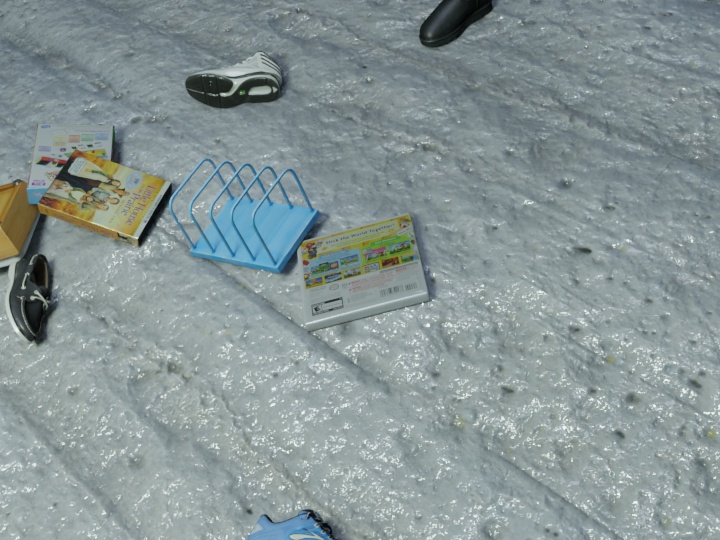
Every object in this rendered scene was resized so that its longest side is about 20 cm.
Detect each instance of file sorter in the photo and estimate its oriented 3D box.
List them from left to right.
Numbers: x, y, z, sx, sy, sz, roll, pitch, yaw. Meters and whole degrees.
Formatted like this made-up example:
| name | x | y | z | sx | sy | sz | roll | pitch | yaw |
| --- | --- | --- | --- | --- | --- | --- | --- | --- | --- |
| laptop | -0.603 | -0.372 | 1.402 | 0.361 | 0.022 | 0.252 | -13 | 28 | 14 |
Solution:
| name | x | y | z | sx | sy | sz | roll | pitch | yaw |
| --- | --- | --- | --- | --- | --- | --- | --- | --- | --- |
| file sorter | -0.199 | -0.100 | 1.499 | 0.199 | 0.123 | 0.139 | 11 | 54 | 33 |

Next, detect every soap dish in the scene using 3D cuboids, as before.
| name | x | y | z | sx | sy | sz | roll | pitch | yaw |
| --- | --- | --- | --- | --- | --- | --- | --- | --- | --- |
| soap dish | -0.688 | -0.082 | 1.655 | 0.156 | 0.082 | 0.201 | -14 | 36 | 6 |

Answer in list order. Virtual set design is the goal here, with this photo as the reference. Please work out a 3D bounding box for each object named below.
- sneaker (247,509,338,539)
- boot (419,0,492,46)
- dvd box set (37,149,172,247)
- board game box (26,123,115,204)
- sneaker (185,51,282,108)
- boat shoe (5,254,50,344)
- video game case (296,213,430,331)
| name | x | y | z | sx | sy | sz | roll | pitch | yaw |
| --- | --- | --- | --- | --- | --- | --- | --- | --- | --- |
| sneaker | -0.054 | 0.340 | 1.107 | 0.198 | 0.079 | 0.090 | 5 | 53 | 21 |
| boot | 0.183 | -0.560 | 1.773 | 0.198 | 0.163 | 0.073 | -36 | 47 | -16 |
| dvd box set | -0.467 | -0.135 | 1.642 | 0.198 | 0.029 | 0.147 | 20 | 56 | 5 |
| board game box | -0.561 | -0.210 | 1.743 | 0.152 | 0.041 | 0.201 | 0 | 46 | -11 |
| sneaker | -0.254 | -0.396 | 1.839 | 0.199 | 0.076 | 0.116 | 2 | 41 | 9 |
| boat shoe | -0.564 | 0.044 | 1.536 | 0.060 | 0.074 | 0.200 | -25 | 39 | 0 |
| video game case | 0.000 | 0.000 | 1.430 | 0.198 | 0.023 | 0.183 | -15 | 47 | 5 |
